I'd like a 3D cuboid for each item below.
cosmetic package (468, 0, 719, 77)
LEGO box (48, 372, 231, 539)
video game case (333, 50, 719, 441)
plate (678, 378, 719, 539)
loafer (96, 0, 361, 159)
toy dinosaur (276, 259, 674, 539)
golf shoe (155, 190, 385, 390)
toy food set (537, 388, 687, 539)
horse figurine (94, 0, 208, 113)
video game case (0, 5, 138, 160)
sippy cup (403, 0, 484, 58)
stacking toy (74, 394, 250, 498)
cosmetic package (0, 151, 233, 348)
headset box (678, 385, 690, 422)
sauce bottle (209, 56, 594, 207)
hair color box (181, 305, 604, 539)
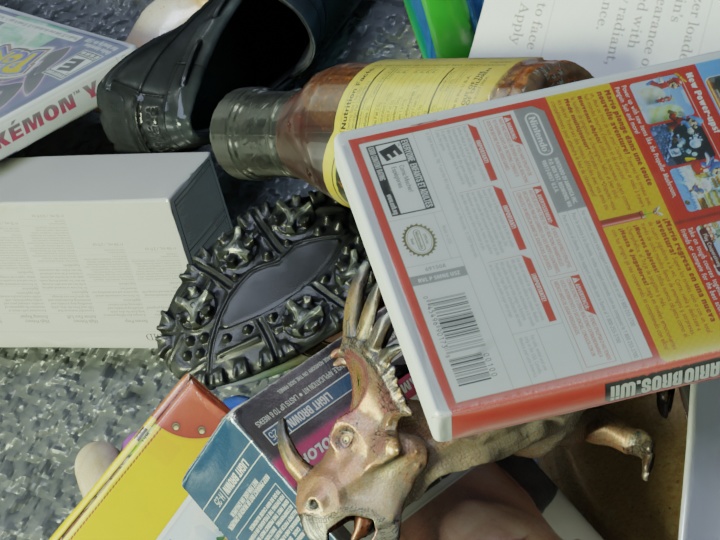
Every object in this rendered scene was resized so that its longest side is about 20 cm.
[{"bbox_3d":[0.182,-0.123,1.257,0.199,0.165,0.166,14,87,35],"label":"cosmetic package"},{"bbox_3d":[-0.076,0.168,1.194,0.149,0.077,0.200,39,73,3],"label":"LEGO box"},{"bbox_3d":[0.103,-0.017,1.082,0.199,0.018,0.143,-13,48,-8],"label":"video game case"},{"bbox_3d":[0.217,0.042,1.074,0.198,0.032,0.201,-3,59,15],"label":"plate"},{"bbox_3d":[-0.044,-0.116,1.450,0.070,0.068,0.201,5,38,42],"label":"loafer"},{"bbox_3d":[0.053,0.021,1.137,0.135,0.086,0.200,11,34,11],"label":"toy dinosaur"},{"bbox_3d":[0.000,0.000,1.334,0.200,0.095,0.078,-36,60,-14],"label":"golf shoe"},{"bbox_3d":[0.165,0.054,1.220,0.197,0.049,0.201,16,67,24],"label":"toy food set"},{"bbox_3d":[-0.097,-0.124,1.520,0.200,0.050,0.132,-48,40,-11],"label":"horse figurine"},{"bbox_3d":[-0.228,-0.079,1.483,0.182,0.023,0.200,-31,28,-25],"label":"video game case"},{"bbox_3d":[0.081,-0.160,1.408,0.130,0.179,0.140,-17,18,-1],"label":"sippy cup"},{"bbox_3d":[-0.019,0.077,1.300,0.199,0.086,0.086,-25,45,-3],"label":"stacking toy"},{"bbox_3d":[-0.155,-0.009,1.426,0.199,0.083,0.051,0,30,27],"label":"cosmetic package"},{"bbox_3d":[0.214,0.114,1.099,0.148,0.075,0.201,-16,58,6],"label":"headset box"},{"bbox_3d":[0.016,-0.056,1.244,0.199,0.066,0.066,3,53,50],"label":"sauce bottle"},{"bbox_3d":[0.036,0.119,1.148,0.100,0.061,0.200,-34,77,-38],"label":"hair color box"}]
